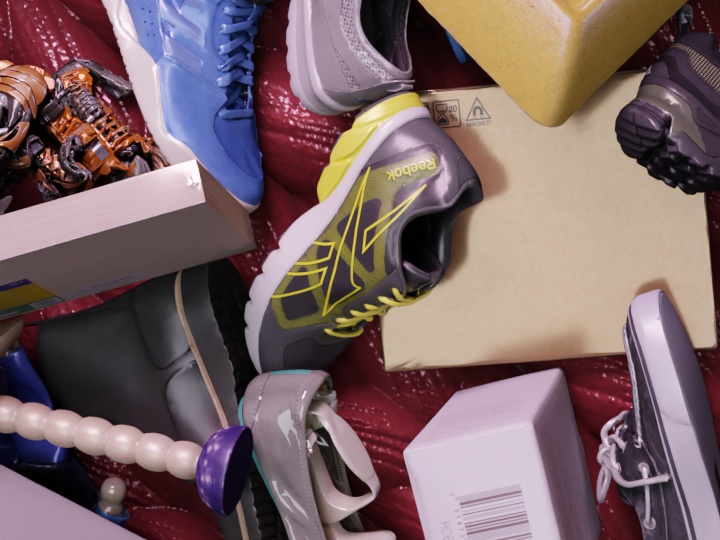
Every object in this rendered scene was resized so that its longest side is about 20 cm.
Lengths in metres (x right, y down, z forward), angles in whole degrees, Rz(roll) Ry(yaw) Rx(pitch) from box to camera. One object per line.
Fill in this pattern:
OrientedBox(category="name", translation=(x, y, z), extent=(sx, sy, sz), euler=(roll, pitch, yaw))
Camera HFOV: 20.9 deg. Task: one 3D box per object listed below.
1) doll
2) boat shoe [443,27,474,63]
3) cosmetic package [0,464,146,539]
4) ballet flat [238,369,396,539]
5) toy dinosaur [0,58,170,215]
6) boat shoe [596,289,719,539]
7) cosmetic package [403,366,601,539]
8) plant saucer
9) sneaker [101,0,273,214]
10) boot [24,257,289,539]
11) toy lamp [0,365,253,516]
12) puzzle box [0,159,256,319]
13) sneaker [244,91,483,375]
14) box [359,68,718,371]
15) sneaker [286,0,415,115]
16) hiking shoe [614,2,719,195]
OrientedBox(category="doll", translation=(-0.203, 0.131, 1.187), extent=(0.135, 0.048, 0.202), euler=(-11, 107, 32))
OrientedBox(category="boat shoe", translation=(0.058, -0.221, 1.104), extent=(0.068, 0.084, 0.202), euler=(-12, 94, 2))
OrientedBox(category="cosmetic package", translation=(-0.164, 0.203, 1.116), extent=(0.199, 0.107, 0.090), euler=(29, 126, -8))
OrientedBox(category="ballet flat", translation=(-0.013, 0.150, 1.134), extent=(0.063, 0.067, 0.202), euler=(-12, 108, 22))
OrientedBox(category="toy dinosaur", translation=(-0.207, -0.074, 1.173), extent=(0.198, 0.102, 0.137), euler=(21, 75, 22))
OrientedBox(category="boat shoe", translation=(0.169, 0.111, 1.113), extent=(0.067, 0.074, 0.201), euler=(-11, 111, 18))
OrientedBox(category="cosmetic package", translation=(0.082, 0.121, 1.066), extent=(0.071, 0.200, 0.103), euler=(-13, 92, 12))
OrientedBox(category="plant saucer", translation=(0.100, -0.211, 1.054), extent=(0.200, 0.048, 0.200), euler=(46, 64, 2))
OrientedBox(category="sneaker", translation=(-0.078, -0.139, 1.137), extent=(0.111, 0.077, 0.202), euler=(-25, 83, 21))
OrientedBox(category="boot", translation=(-0.116, 0.104, 1.177), extent=(0.137, 0.077, 0.202), euler=(-15, 87, 21))
OrientedBox(category="toy lamp", translation=(-0.162, 0.091, 1.098), extent=(0.198, 0.058, 0.059), euler=(12, 97, 13))
OrientedBox(category="puzzle box", translation=(-0.166, -0.010, 1.078), extent=(0.198, 0.133, 0.026), euler=(-15, 79, 5))
OrientedBox(category="sneaker", translation=(0.000, 0.000, 1.107), extent=(0.085, 0.074, 0.201), euler=(43, 123, 28))
OrientedBox(category="box", translation=(0.103, -0.028, 1.140), extent=(0.198, 0.021, 0.165), euler=(-5, 94, 11))
OrientedBox(category="sneaker", translation=(0.002, -0.191, 1.107), extent=(0.081, 0.074, 0.202), euler=(0, 99, 41))
OrientedBox(category="hiking shoe", translation=(0.244, -0.067, 1.081), extent=(0.199, 0.076, 0.101), euler=(31, 77, -10))
